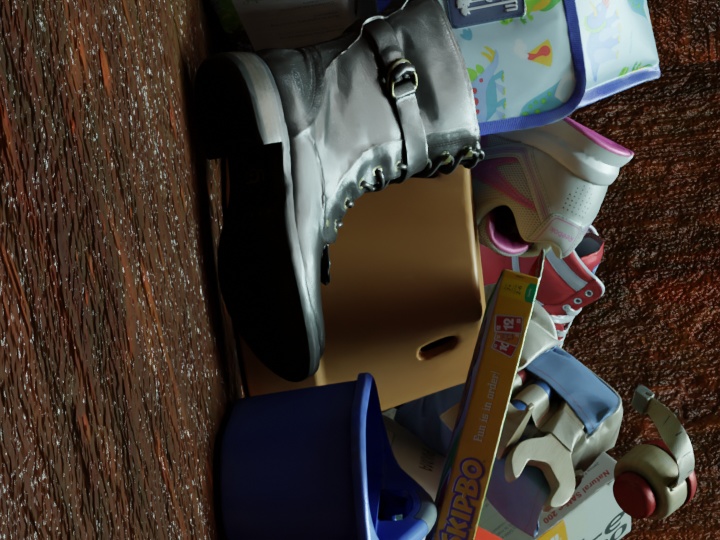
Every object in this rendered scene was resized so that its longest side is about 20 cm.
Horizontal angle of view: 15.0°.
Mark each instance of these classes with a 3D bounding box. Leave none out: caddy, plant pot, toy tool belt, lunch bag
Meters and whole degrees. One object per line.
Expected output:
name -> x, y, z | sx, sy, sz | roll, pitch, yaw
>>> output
caddy -> -0.011, 0.134, 1.457 | 0.200, 0.105, 0.142 | -78, 161, -77
plant pot -> 0.002, 0.002, 1.637 | 0.200, 0.140, 0.200 | -5, 90, -87
toy tool belt -> 0.097, 0.108, 1.705 | 0.200, 0.123, 0.125 | 39, -37, 23
lunch bag -> 0.079, -0.174, 1.630 | 0.200, 0.127, 0.170 | -20, 106, -45

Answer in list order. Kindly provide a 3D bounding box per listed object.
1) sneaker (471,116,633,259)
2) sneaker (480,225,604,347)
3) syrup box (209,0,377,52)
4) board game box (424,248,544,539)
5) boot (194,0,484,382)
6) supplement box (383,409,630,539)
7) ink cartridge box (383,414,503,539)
sneaker -> 0.088, -0.056, 1.735 | 0.088, 0.081, 0.200 | -66, -157, -4
sneaker -> 0.135, 0.038, 1.963 | 0.071, 0.112, 0.200 | -92, 163, -53
syrup box -> -0.033, -0.157, 1.632 | 0.200, 0.079, 0.082 | 66, 21, -58
board game box -> 0.065, 0.089, 1.512 | 0.096, 0.030, 0.200 | 105, 3, -77
boot -> 0.003, -0.052, 1.505 | 0.069, 0.174, 0.200 | 3, -76, 49
supplement box -> 0.074, 0.138, 1.891 | 0.200, 0.126, 0.074 | 40, -25, 34
ink cartridge box -> 0.038, 0.157, 1.679 | 0.044, 0.173, 0.200 | -62, -178, 16
